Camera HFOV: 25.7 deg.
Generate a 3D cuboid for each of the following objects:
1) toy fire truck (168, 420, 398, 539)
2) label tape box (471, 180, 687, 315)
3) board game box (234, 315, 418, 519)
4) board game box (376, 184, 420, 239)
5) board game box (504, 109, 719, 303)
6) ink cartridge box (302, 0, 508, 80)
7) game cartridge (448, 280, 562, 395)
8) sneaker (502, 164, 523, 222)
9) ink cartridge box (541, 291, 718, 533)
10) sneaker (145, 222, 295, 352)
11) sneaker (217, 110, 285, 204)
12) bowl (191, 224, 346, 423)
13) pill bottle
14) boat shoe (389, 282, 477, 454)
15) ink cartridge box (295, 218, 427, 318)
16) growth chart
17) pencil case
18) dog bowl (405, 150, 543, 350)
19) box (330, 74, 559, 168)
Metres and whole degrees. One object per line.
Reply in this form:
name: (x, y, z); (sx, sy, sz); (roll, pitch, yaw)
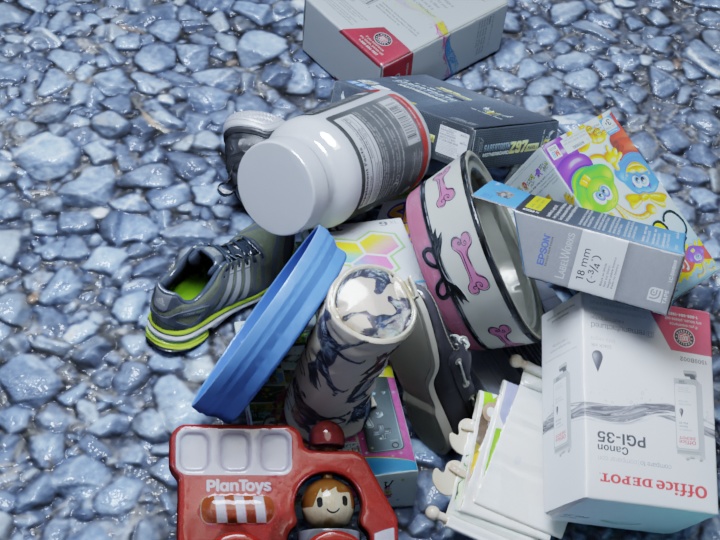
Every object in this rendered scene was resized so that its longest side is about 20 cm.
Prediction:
toy fire truck: (-0.067, 0.214, 1.374); (0.200, 0.112, 0.168); (0, 75, -7)
label tape box: (0.203, -0.024, 1.487); (0.200, 0.063, 0.144); (16, 11, 10)
board game box: (-0.036, 0.136, 1.513); (0.147, 0.064, 0.200); (-6, 51, -10)
board game box: (0.056, -0.028, 1.668); (0.095, 0.030, 0.200); (3, 44, 22)
board game box: (0.256, -0.044, 1.627); (0.103, 0.105, 0.200); (-28, 80, -27)
ink cartridge box: (0.053, -0.291, 1.871); (0.200, 0.083, 0.146); (-30, 58, -27)
game cartridge: (0.173, 0.097, 1.586); (0.133, 0.041, 0.200); (-16, 53, -23)
sneaker: (0.165, -0.047, 1.685); (0.080, 0.070, 0.200); (29, 52, 15)
ink cartridge box: (0.251, 0.134, 1.472); (0.146, 0.083, 0.200); (10, 67, -20)
sneaker: (-0.138, 0.001, 1.604); (0.074, 0.081, 0.200); (33, 54, 20)
sneaker: (-0.059, -0.097, 1.707); (0.200, 0.075, 0.114); (13, 63, -8)
bowl: (-0.079, 0.051, 1.420); (0.039, 0.201, 0.201); (35, 52, -5)
pill bottle: (-0.026, -0.108, 1.581); (0.116, 0.116, 0.200); (34, 34, 22)
boat shoe: (0.071, 0.082, 1.483); (0.063, 0.200, 0.073); (-35, 42, -27)
ink cartridge box: (0.000, 0.000, 1.564); (0.104, 0.059, 0.200); (-6, 35, -9)
growth chart: (0.153, 0.175, 1.482); (0.145, 0.018, 0.200); (31, 65, -3)
pencil case: (-0.008, 0.075, 1.395); (0.089, 0.200, 0.078); (-25, 67, -29)
dog bowl: (0.110, -0.012, 1.534); (0.074, 0.200, 0.200); (-22, 49, 14)
box: (0.091, -0.164, 1.716); (0.200, 0.051, 0.158); (25, 23, 36)
